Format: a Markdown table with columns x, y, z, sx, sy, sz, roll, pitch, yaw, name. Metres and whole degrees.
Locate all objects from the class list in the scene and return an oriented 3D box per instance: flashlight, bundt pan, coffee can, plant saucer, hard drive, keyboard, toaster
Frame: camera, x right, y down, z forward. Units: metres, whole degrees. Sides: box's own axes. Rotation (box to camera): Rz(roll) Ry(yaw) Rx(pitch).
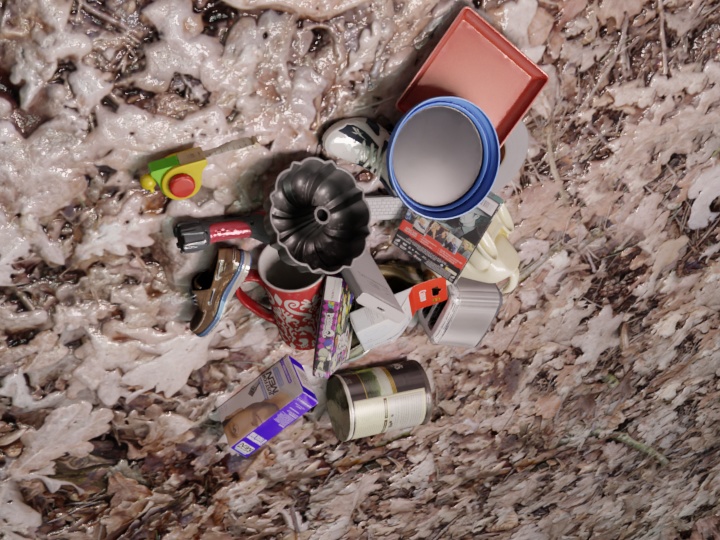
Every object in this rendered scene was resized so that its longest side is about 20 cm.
| x | y | z | sx | sy | sz | roll | pitch | yaw | name |
| --- | --- | --- | --- | --- | --- | --- | --- | --- | --- |
| -0.216 | -0.065 | 1.497 | 0.198 | 0.069 | 0.068 | -11 | 169 | -27 | flashlight |
| -0.082 | -0.087 | 1.486 | 0.199 | 0.205 | 0.075 | 3 | 168 | -31 | bundt pan |
| 0.041 | 0.287 | 1.921 | 0.197 | 0.147 | 0.148 | -8 | 134 | -23 | coffee can |
| 0.186 | -0.303 | 1.459 | 0.198 | 0.037 | 0.201 | 33 | 100 | -20 | plant saucer |
| 0.000 | 0.000 | 1.581 | 0.026 | 0.201 | 0.131 | -43 | 138 | 15 | hard drive |
| 0.085 | -0.117 | 1.603 | 0.197 | 0.011 | 0.057 | -1 | 133 | 7 | keyboard |
| 0.211 | 0.076 | 1.839 | 0.128 | 0.114 | 0.201 | 2 | 133 | -28 | toaster |

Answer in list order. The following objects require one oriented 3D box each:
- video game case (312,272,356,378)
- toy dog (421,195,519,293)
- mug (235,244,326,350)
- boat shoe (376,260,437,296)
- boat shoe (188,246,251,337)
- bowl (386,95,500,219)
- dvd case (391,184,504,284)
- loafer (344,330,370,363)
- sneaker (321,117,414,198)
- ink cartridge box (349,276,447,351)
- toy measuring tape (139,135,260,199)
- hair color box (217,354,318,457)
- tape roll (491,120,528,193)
| x | y | z | sx | sy | sz | roll | pitch | yaw | name |
| --- | --- | --- | --- | --- | --- | --- | --- | --- | --- |
| -0.042 | 0.092 | 1.619 | 0.035 | 0.200 | 0.184 | 9 | 96 | 9 | video game case |
| 0.204 | -0.036 | 1.702 | 0.198 | 0.140 | 0.194 | -14 | 127 | 42 | toy dog |
| -0.131 | 0.042 | 1.635 | 0.134 | 0.175 | 0.201 | -58 | 156 | -33 | mug |
| 0.069 | 0.018 | 1.740 | 0.199 | 0.067 | 0.074 | 17 | 129 | -43 | boat shoe |
| -0.272 | 0.034 | 1.572 | 0.072 | 0.073 | 0.201 | 20 | 116 | -27 | boat shoe |
| 0.134 | -0.187 | 1.435 | 0.198 | 0.039 | 0.204 | -4 | 104 | -18 | bowl |
| 0.153 | -0.087 | 1.564 | 0.022 | 0.145 | 0.201 | -47 | 167 | -49 | dvd case |
| 0.014 | 0.116 | 1.810 | 0.199 | 0.075 | 0.070 | -35 | 126 | -1 | loafer |
| 0.037 | -0.186 | 1.479 | 0.197 | 0.130 | 0.080 | 13 | 122 | -37 | sneaker |
| 0.083 | 0.087 | 1.688 | 0.198 | 0.048 | 0.160 | -21 | 161 | 0 | ink cartridge box |
| -0.254 | -0.160 | 1.391 | 0.197 | 0.074 | 0.074 | -18 | 137 | -12 | toy measuring tape |
| -0.196 | 0.283 | 1.815 | 0.199 | 0.110 | 0.065 | -39 | 137 | 9 | hair color box |
| 0.206 | -0.221 | 1.589 | 0.198 | 0.066 | 0.202 | -16 | 137 | -15 | tape roll |
